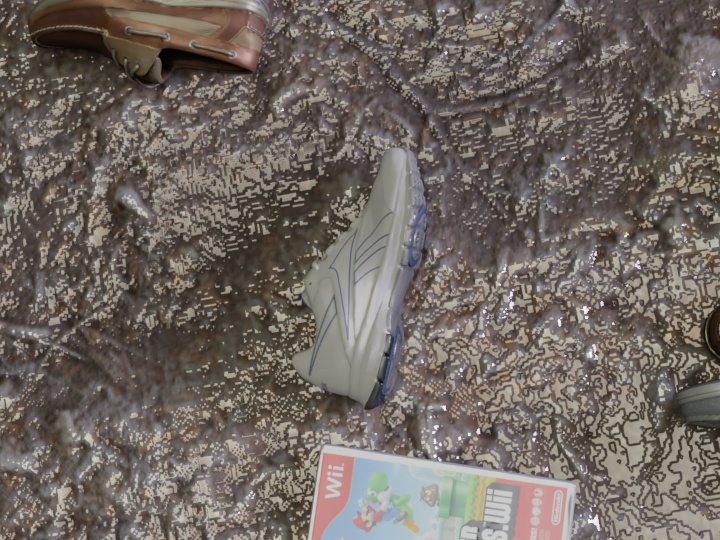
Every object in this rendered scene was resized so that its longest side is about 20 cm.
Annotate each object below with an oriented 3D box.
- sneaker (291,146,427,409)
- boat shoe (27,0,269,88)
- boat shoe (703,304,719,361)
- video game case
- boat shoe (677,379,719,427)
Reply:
[{"bbox_3d":[0.000,0.000,1.032,0.086,0.075,0.203,12,82,14],"label":"sneaker"},{"bbox_3d":[-0.172,-0.186,1.081,0.197,0.076,0.073,-1,83,9],"label":"boat shoe"},{"bbox_3d":[0.353,0.049,0.978,0.197,0.068,0.073,6,82,9],"label":"boat shoe"},{"bbox_3d":[0.056,0.217,1.017,0.197,0.017,0.145,7,83,9],"label":"video game case"},{"bbox_3d":[0.328,0.117,0.970,0.199,0.074,0.066,9,78,2],"label":"boat shoe"}]
